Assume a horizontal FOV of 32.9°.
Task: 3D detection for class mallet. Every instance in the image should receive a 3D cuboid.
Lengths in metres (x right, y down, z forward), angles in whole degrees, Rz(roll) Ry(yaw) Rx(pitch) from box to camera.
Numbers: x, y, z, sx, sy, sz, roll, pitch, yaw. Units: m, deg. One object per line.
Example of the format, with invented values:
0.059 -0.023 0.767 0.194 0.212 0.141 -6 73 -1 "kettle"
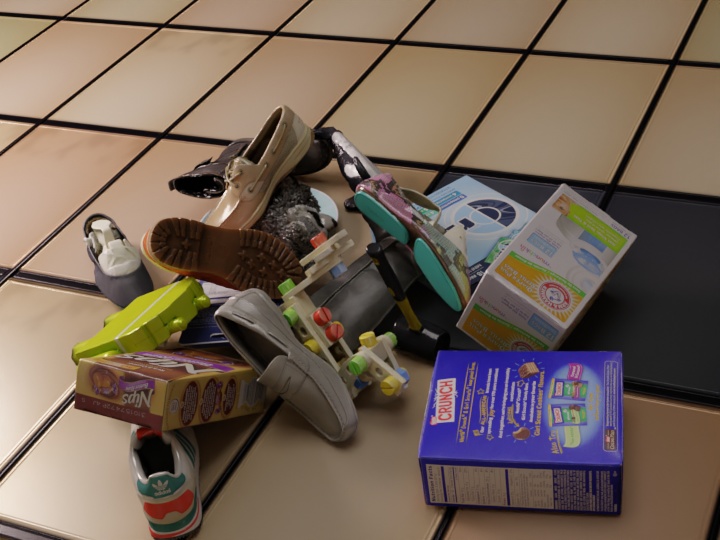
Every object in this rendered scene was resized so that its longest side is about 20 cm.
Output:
0.038 0.031 1.358 0.065 0.201 0.041 16 62 39 "mallet"

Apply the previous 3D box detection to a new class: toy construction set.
-0.028 0.061 1.349 0.091 0.202 0.131 -15 -13 -41 "toy construction set"

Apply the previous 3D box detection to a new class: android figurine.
-0.254 0.066 1.432 0.198 0.041 0.182 -18 21 41 "android figurine"

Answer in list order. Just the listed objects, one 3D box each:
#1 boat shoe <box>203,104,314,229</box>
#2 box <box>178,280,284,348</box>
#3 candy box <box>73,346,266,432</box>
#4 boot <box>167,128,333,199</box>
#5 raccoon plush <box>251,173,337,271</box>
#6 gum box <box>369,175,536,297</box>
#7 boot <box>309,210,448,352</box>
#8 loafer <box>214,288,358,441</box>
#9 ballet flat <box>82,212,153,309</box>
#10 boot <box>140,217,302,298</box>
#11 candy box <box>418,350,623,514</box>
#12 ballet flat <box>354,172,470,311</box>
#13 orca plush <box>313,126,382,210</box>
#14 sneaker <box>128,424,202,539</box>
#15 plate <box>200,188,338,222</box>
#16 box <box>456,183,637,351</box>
-0.141 -0.117 1.525 0.201 0.065 0.072 -51 36 -5 "boat shoe"
-0.149 0.048 1.497 0.119 0.033 0.201 -4 26 6 "box"
-0.197 0.124 1.304 0.115 0.057 0.199 11 6 25 "candy box"
-0.154 -0.142 1.737 0.197 0.070 0.174 -4 19 25 "boot"
-0.120 -0.031 1.549 0.199 0.097 0.135 -32 30 19 "raccoon plush"
0.137 -0.038 1.565 0.169 0.045 0.199 -28 38 -25 "gum box"
-0.001 -0.002 1.493 0.200 0.073 0.181 -44 43 -12 "boot"
-0.082 0.109 1.315 0.200 0.070 0.069 46 42 14 "loafer"
-0.328 -0.019 1.619 0.072 0.074 0.200 -19 36 -16 "ballet flat"
-0.170 -0.016 1.476 0.198 0.076 0.107 18 -11 -21 "boot"
0.167 0.160 1.238 0.197 0.078 0.170 1 36 12 "candy box"
0.077 -0.044 1.426 0.071 0.069 0.200 -36 70 -21 "ballet flat"
-0.010 -0.121 1.694 0.071 0.105 0.200 -48 68 9 "orca plush"
-0.207 0.183 1.271 0.069 0.095 0.201 -12 34 -7 "sneaker"
-0.126 -0.057 1.669 0.197 0.026 0.201 -6 33 4 "plate"
0.213 0.012 1.390 0.112 0.102 0.200 37 48 11 "box"
